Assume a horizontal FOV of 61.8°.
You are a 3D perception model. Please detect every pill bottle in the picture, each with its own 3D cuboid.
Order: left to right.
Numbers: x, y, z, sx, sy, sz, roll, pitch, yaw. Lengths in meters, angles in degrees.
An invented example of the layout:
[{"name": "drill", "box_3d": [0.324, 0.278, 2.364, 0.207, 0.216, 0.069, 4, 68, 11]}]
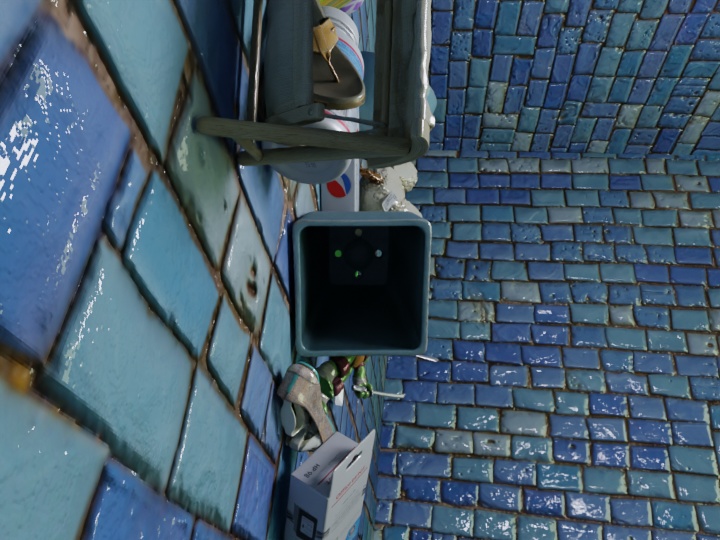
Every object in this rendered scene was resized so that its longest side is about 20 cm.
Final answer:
[{"name": "pill bottle", "box_3d": [-0.051, -0.214, 0.717, 0.110, 0.105, 0.205, 81, 14, -58]}]

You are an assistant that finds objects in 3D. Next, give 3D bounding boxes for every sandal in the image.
[{"name": "sandal", "box_3d": [-0.053, -0.249, 0.641, 0.054, 0.078, 0.204, 99, -26, -60]}]

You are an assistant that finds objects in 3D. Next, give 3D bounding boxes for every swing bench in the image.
[{"name": "swing bench", "box_3d": [-0.028, -0.204, 0.535, 0.130, 0.194, 0.205, 23, 70, -83]}]

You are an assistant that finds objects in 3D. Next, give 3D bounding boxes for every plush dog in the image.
[{"name": "plush dog", "box_3d": [0.016, -0.121, 1.171, 0.171, 0.158, 0.205, -34, -129, 40]}]

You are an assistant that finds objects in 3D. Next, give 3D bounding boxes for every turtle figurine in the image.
[{"name": "turtle figurine", "box_3d": [0.013, 0.167, 0.979, 0.193, 0.143, 0.203, -35, 98, -37]}]

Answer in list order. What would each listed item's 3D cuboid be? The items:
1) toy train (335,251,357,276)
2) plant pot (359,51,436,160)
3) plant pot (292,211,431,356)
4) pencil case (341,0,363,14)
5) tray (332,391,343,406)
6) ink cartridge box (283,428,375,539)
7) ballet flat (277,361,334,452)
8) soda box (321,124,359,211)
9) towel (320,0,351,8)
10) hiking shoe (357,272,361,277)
[{"name": "toy train", "box_3d": [-0.040, 0.044, 1.115, 0.042, 0.055, 0.204, 59, 32, -52]}, {"name": "plant pot", "box_3d": [0.027, -0.285, 1.120, 0.200, 0.196, 0.138, 65, 49, -75]}, {"name": "plant pot", "box_3d": [0.000, 0.000, 0.935, 0.200, 0.190, 0.202, -95, -175, -74]}, {"name": "pencil case", "box_3d": [-0.040, -0.453, 0.862, 0.087, 0.083, 0.200, 58, -1, 10]}, {"name": "tray", "box_3d": [-0.046, 0.175, 1.246, 0.108, 0.021, 0.206, 64, 30, -75]}, {"name": "ink cartridge box", "box_3d": [-0.045, 0.315, 0.844, 0.115, 0.065, 0.205, -29, 133, -54]}, {"name": "ballet flat", "box_3d": [-0.082, 0.210, 0.843, 0.068, 0.066, 0.203, -57, 149, -38]}, {"name": "soda box", "box_3d": [-0.035, -0.187, 1.047, 0.068, 0.062, 0.206, -71, 163, -70]}, {"name": "towel", "box_3d": [-0.051, -0.371, 0.793, 0.018, 0.085, 0.200, 59, 13, -7]}, {"name": "hiking shoe", "box_3d": [-0.012, 0.005, 1.334, 0.202, 0.072, 0.089, -95, 175, -59]}]
